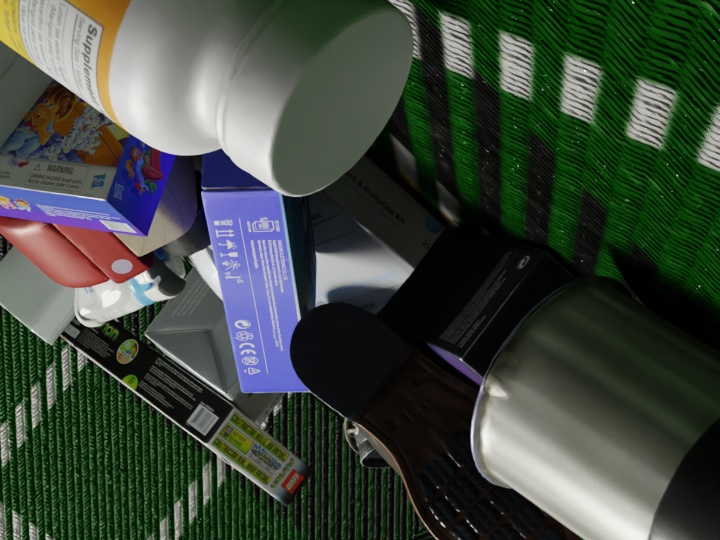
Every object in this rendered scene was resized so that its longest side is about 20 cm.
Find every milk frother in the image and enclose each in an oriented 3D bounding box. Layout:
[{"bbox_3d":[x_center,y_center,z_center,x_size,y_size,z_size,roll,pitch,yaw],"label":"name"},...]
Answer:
[{"bbox_3d":[0.145,0.141,0.944,0.188,0.200,0.180,34,176,38],"label":"milk frother"}]

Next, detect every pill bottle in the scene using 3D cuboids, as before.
[{"bbox_3d":[-0.080,-0.115,0.792,0.200,0.111,0.111,35,173,23],"label":"pill bottle"}]

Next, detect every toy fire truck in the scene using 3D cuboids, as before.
[{"bbox_3d":[-0.195,-0.071,1.158,0.129,0.200,0.176,47,-155,-42],"label":"toy fire truck"}]

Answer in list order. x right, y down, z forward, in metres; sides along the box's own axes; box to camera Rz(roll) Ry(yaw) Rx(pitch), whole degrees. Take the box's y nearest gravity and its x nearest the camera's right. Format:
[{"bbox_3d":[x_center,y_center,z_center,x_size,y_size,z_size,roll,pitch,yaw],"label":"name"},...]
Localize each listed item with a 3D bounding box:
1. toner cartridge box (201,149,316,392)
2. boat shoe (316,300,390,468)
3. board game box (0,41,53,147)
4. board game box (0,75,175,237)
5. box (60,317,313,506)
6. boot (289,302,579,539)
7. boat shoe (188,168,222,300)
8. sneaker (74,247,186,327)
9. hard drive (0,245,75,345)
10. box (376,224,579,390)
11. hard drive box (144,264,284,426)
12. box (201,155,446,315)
[{"bbox_3d":[-0.052,-0.023,1.096,0.043,0.095,0.200,0,147,3],"label":"toner cartridge box"},{"bbox_3d":[0.026,0.092,1.191,0.200,0.066,0.070,38,175,30],"label":"boat shoe"},{"bbox_3d":[-0.224,-0.167,1.060,0.200,0.148,0.064,33,173,36],"label":"board game box"},{"bbox_3d":[-0.182,-0.098,1.071,0.200,0.135,0.045,8,159,28],"label":"board game box"},{"bbox_3d":[-0.133,0.097,1.510,0.200,0.035,0.110,31,171,43],"label":"box"},{"bbox_3d":[0.051,0.095,1.099,0.200,0.075,0.097,47,-175,13],"label":"boot"},{"bbox_3d":[-0.112,-0.060,1.315,0.062,0.072,0.200,-27,90,52],"label":"boat shoe"},{"bbox_3d":[-0.194,-0.054,1.329,0.075,0.087,0.200,18,-136,-65],"label":"sneaker"},{"bbox_3d":[-0.191,-0.046,1.486,0.026,0.200,0.132,41,173,-29],"label":"hard drive"},{"bbox_3d":[0.121,0.070,1.126,0.200,0.079,0.141,41,176,-18],"label":"box"},{"bbox_3d":[-0.069,0.022,1.491,0.077,0.156,0.200,36,174,9],"label":"hard drive box"},{"bbox_3d":[0.000,0.000,1.236,0.200,0.041,0.156,39,152,-19],"label":"box"}]
